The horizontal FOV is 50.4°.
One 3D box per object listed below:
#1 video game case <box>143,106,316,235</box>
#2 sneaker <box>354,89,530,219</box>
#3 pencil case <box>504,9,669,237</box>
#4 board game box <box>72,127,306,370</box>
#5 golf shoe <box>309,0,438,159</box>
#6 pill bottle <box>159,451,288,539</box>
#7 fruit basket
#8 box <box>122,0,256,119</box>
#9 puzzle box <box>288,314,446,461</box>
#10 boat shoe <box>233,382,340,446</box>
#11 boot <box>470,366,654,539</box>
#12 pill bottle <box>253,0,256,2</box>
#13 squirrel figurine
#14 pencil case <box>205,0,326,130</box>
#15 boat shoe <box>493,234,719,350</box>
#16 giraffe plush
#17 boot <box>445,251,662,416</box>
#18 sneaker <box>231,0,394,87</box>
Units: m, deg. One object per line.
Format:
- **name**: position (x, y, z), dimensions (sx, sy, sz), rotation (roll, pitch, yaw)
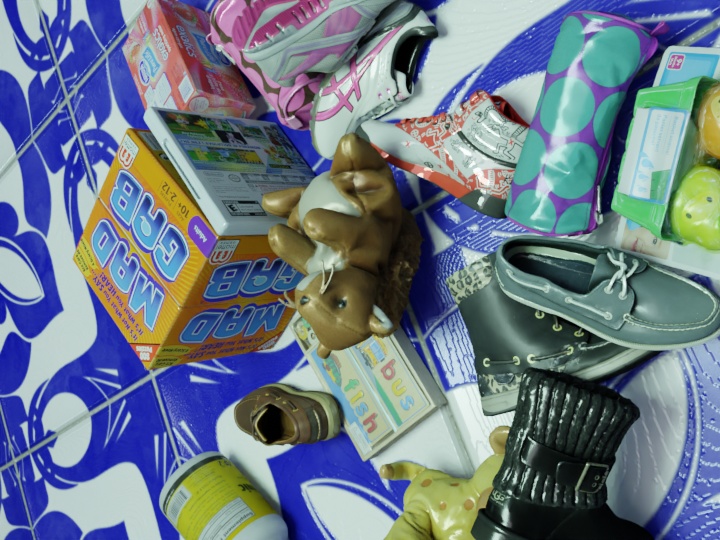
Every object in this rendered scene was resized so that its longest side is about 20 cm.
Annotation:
- **video game case**: position (-0.127, -0.113, 0.887), dimensions (0.022, 0.200, 0.182), rotation (-50, 64, 30)
- **sneaker**: position (0.092, -0.144, 0.797), dimensions (0.201, 0.067, 0.108), rotation (34, 112, 29)
- **pencil case**: position (0.200, -0.131, 0.695), dimensions (0.092, 0.085, 0.201), rotation (22, 107, 31)
- **board game box**: position (-0.192, -0.029, 0.945), dimensions (0.200, 0.200, 0.200), rotation (47, 119, 27)
- **golf shoe**: position (0.010, -0.204, 0.853), dimensions (0.092, 0.073, 0.200), rotation (42, 117, 27)
- **pill bottle**: position (-0.166, 0.342, 1.005), dimensions (0.200, 0.111, 0.112), rotation (38, 115, 31)
- **fruit basket**: position (0.301, -0.080, 0.599), dimensions (0.200, 0.094, 0.186), rotation (27, 111, 54)
- **box**: position (-0.230, -0.255, 1.010), dimensions (0.103, 0.095, 0.200), rotation (-47, 55, 30)
- **puzzle box**: position (0.003, 0.108, 0.910), dimensions (0.133, 0.025, 0.200), rotation (-45, 66, 31)
- **boat shoe**: position (-0.109, 0.185, 0.966), dimensions (0.200, 0.067, 0.072), rotation (-9, 92, 50)
- **boot**: position (0.204, 0.181, 0.666), dimensions (0.079, 0.211, 0.158), rotation (17, 86, 61)
- **pill bottle**: position (-0.026, -0.349, 0.847), dimensions (0.112, 0.112, 0.200), rotation (52, 122, 24)
- **squirrel figurine**: position (0.000, 0.000, 0.786), dimensions (0.141, 0.200, 0.187), rotation (-26, 53, 28)
- **pencil case**: position (-0.107, -0.257, 0.936), dimensions (0.094, 0.091, 0.200), rotation (-38, 63, -4)
- **boat shoe**: position (0.208, 0.014, 0.657), dimensions (0.200, 0.062, 0.073), rotation (17, 71, 27)
- **giraffe plush**: position (0.126, 0.250, 0.762), dimensions (0.162, 0.173, 0.200), rotation (-31, 39, 25)
- **boot**: position (0.181, 0.041, 0.734), dimensions (0.203, 0.073, 0.154), rotation (-29, 71, 33)
- **sneaker**: position (-0.031, -0.263, 0.800), dimensions (0.200, 0.088, 0.081), rotation (-25, 55, 7)
